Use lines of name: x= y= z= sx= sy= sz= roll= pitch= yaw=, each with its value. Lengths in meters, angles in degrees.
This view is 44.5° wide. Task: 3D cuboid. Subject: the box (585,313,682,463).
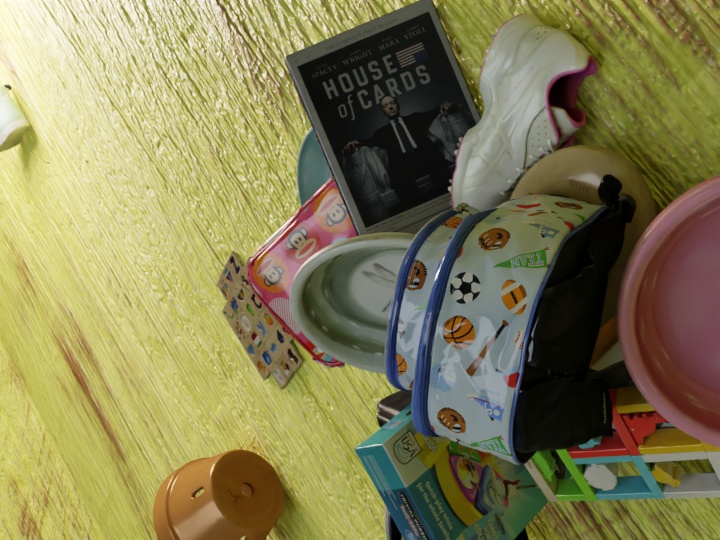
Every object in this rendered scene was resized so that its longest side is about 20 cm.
box: x=0.241 y=0.084 z=0.702 sx=0.119 sy=0.042 sz=0.200 roll=25 pitch=141 yaw=-3

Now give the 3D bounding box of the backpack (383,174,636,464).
backpack: x=0.102 y=0.036 z=0.614 sx=0.153 sy=0.190 sz=0.201 roll=7 pitch=103 yaw=20

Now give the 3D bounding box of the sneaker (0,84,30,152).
sneaker: x=-0.776 y=-0.321 z=1.871 sx=0.200 sy=0.074 sz=0.119 roll=-23 pitch=97 yaw=46

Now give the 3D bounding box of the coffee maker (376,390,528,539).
coffee maker: x=0.111 y=0.226 z=0.937 sx=0.192 sy=0.134 sz=0.201 roll=-6 pitch=103 yaw=48

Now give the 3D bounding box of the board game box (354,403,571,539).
board game box: x=0.107 y=0.177 z=0.828 sx=0.047 sy=0.200 sz=0.152 roll=-23 pitch=97 yaw=51

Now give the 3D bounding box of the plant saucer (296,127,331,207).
plant saucer: x=0.001 y=-0.076 z=0.991 sx=0.200 sy=0.036 sz=0.201 roll=29 pitch=130 yaw=42

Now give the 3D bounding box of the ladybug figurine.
ladybug figurine: x=0.185 y=-0.016 z=0.736 sx=0.135 sy=0.072 sz=0.201 roll=34 pitch=134 yaw=29

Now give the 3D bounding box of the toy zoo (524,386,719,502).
toy zoo: x=0.226 y=0.146 z=0.730 sx=0.199 sy=0.021 sz=0.131 roll=-12 pitch=128 yaw=34

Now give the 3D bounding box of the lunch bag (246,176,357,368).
lunch bag: x=0.000 y=0.000 z=0.901 sx=0.200 sy=0.082 sz=0.176 roll=-42 pitch=91 yaw=25

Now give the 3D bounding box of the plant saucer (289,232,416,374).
plant saucer: x=0.036 y=0.023 z=0.807 sx=0.200 sy=0.199 sz=0.050 roll=116 pitch=167 yaw=-48

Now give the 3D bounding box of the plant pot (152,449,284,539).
plant pot: x=-0.216 y=0.383 z=1.432 sx=0.140 sy=0.200 sz=0.201 roll=-42 pitch=74 yaw=36

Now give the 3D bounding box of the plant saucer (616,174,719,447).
plant saucer: x=0.273 y=0.024 z=0.590 sx=0.199 sy=0.051 sz=0.202 roll=3 pitch=107 yaw=10

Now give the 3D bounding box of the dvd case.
dvd case: x=0.035 y=-0.134 z=0.822 sx=0.025 sy=0.150 sz=0.201 roll=167 pitch=80 yaw=-87

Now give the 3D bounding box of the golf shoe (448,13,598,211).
golf shoe: x=0.134 y=-0.108 z=0.744 sx=0.091 sy=0.075 sz=0.201 roll=28 pitch=120 yaw=29

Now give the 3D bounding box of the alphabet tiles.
alphabet tiles: x=-0.153 y=0.075 z=1.313 sx=0.200 sy=0.006 sz=0.167 roll=56 pitch=144 yaw=16
